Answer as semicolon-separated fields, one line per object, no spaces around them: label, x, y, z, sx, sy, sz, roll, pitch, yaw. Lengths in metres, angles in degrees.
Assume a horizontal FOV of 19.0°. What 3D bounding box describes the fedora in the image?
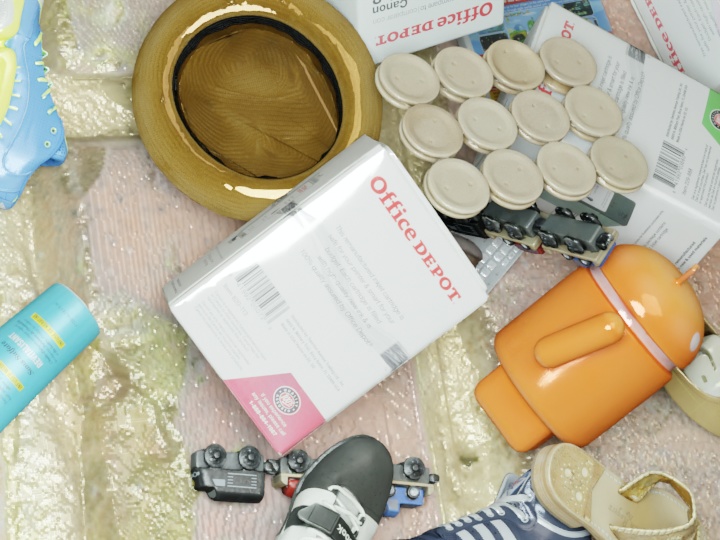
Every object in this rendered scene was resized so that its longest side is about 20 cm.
fedora;-0.080;-0.129;1.682;0.198;0.082;0.203;0;83;0

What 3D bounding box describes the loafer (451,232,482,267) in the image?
loafer;0.000;0.000;1.697;0.198;0.073;0.072;1;91;-18

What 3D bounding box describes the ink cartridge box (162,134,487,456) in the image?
ink cartridge box;-0.026;0.017;1.606;0.199;0.083;0.147;-36;103;-2

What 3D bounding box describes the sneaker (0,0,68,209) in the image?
sneaker;-0.263;-0.135;1.643;0.105;0.076;0.201;30;71;-22

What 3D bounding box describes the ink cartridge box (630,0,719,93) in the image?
ink cartridge box;0.322;-0.244;1.823;0.087;0.200;0.146;-18;78;-28

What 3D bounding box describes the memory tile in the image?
memory tile;0.115;-0.112;1.643;0.198;0.017;0.154;-9;60;-29

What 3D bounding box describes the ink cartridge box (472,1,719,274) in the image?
ink cartridge box;0.206;-0.105;1.749;0.199;0.084;0.147;28;49;-6

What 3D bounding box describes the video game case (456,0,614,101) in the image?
video game case;0.166;-0.152;1.825;0.142;0.017;0.202;-12;74;-22

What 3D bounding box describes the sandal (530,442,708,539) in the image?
sandal;0.225;0.189;1.665;0.211;0.069;0.078;30;61;-35

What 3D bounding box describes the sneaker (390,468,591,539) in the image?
sneaker;0.093;0.198;1.654;0.198;0.070;0.110;11;73;-24

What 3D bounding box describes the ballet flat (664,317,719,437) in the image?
ballet flat;0.264;0.055;1.773;0.200;0.063;0.069;49;61;0

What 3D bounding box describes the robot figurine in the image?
robot figurine;0.185;0.059;1.683;0.144;0.200;0.117;43;12;-40

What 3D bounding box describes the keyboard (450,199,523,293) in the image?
keyboard;0.135;-0.059;1.793;0.056;0.011;0.200;43;63;-3

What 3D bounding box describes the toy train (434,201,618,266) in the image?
toy train;0.127;-0.033;1.683;0.034;0.199;0.046;-53;127;-16

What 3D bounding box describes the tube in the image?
tube;-0.278;0.091;1.569;0.077;0.050;0.200;43;68;6

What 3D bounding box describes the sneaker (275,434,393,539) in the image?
sneaker;-0.029;0.208;1.578;0.074;0.088;0.201;40;72;-14

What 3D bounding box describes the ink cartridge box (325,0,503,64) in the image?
ink cartridge box;0.022;-0.290;1.705;0.144;0.201;0.145;-20;38;-24

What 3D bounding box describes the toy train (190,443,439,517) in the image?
toy train;-0.033;0.162;1.640;0.198;0.034;0.046;5;74;-19
